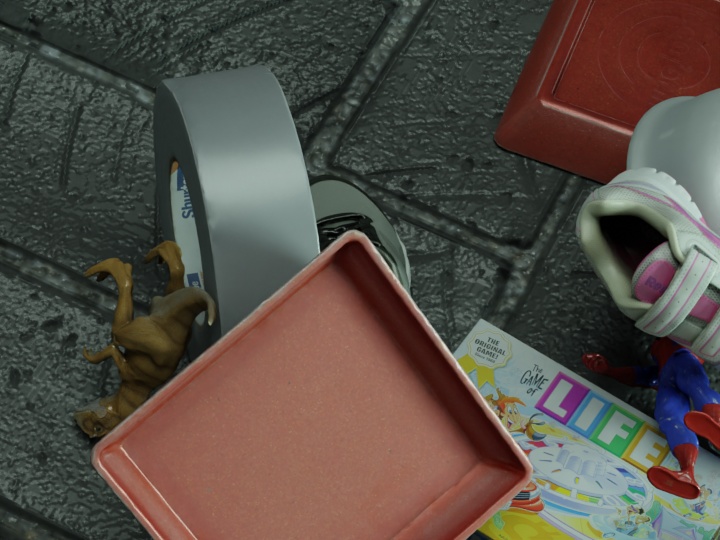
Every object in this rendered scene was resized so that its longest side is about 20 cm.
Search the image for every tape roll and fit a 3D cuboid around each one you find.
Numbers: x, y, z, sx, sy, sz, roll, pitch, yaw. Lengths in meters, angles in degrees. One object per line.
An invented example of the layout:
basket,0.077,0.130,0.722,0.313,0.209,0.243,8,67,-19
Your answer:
tape roll,-0.076,-0.022,1.544,0.066,0.201,0.201,-10,56,-12

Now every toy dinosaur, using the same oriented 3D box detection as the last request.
toy dinosaur,-0.118,0.032,1.513,0.060,0.200,0.107,-4,62,-30

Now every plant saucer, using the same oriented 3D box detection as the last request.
plant saucer,0.217,-0.138,1.757,0.199,0.037,0.200,20,56,8
plant saucer,-0.029,0.107,1.456,0.199,0.200,0.037,-40,25,-7

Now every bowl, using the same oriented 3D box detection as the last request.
bowl,0.272,-0.043,1.608,0.200,0.090,0.202,23,49,-30

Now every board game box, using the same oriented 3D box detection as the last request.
board game box,0.122,0.132,1.557,0.199,0.034,0.135,30,57,15

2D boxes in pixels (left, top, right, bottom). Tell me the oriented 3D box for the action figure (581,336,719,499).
action figure,0.177,0.056,1.557,0.099,0.065,0.200,31,21,-6

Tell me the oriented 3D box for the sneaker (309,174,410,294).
sneaker,0.000,0.000,1.601,0.073,0.080,0.201,-12,42,-7

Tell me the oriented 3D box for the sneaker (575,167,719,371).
sneaker,0.201,0.016,1.499,0.200,0.082,0.088,37,23,25

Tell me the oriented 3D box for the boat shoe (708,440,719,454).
boat shoe,0.302,0.131,1.552,0.199,0.072,0.071,29,75,2
